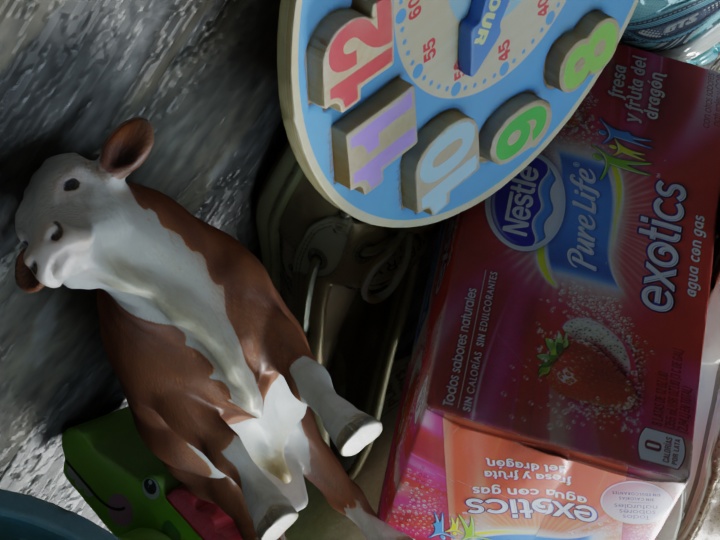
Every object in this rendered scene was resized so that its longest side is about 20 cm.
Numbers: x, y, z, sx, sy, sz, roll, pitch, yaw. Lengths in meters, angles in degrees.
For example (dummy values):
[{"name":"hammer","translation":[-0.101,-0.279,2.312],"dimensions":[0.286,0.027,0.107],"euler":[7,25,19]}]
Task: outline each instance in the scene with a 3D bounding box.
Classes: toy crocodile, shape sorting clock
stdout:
[{"name":"toy crocodile","translation":[-0.035,0.123,0.756],"dimensions":[0.067,0.200,0.062],"euler":[-12,145,-49]},{"name":"shape sorting clock","translation":[0.046,-0.105,0.679],"dimensions":[0.200,0.039,0.201],"euler":[-32,139,-32]}]

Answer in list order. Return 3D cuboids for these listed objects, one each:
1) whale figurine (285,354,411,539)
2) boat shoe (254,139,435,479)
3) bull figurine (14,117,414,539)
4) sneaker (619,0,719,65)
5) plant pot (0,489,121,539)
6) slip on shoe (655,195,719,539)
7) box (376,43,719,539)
[{"name":"whale figurine","translation":[0.035,0.093,0.905],"dimensions":[0.200,0.104,0.159],"euler":[-42,-159,7]},{"name":"boat shoe","translation":[0.000,0.000,0.794],"dimensions":[0.073,0.063,0.201],"euler":[-31,153,-34]},{"name":"bull figurine","translation":[-0.045,0.036,0.679],"dimensions":[0.065,0.122,0.200],"euler":[-37,156,-5]},{"name":"sneaker","translation":[0.158,-0.160,0.798],"dimensions":[0.200,0.078,0.086],"euler":[-53,155,14]},{"name":"plant pot","translation":[-0.140,0.198,0.724],"dimensions":[0.200,0.200,0.196],"euler":[-39,166,-19]},{"name":"slip on shoe","translation":[0.147,0.040,0.815],"dimensions":[0.076,0.060,0.201],"euler":[-79,-177,-64]},{"name":"box","translation":[0.072,0.014,0.789],"dimensions":[0.100,0.095,0.201],"euler":[107,-2,-50]}]
